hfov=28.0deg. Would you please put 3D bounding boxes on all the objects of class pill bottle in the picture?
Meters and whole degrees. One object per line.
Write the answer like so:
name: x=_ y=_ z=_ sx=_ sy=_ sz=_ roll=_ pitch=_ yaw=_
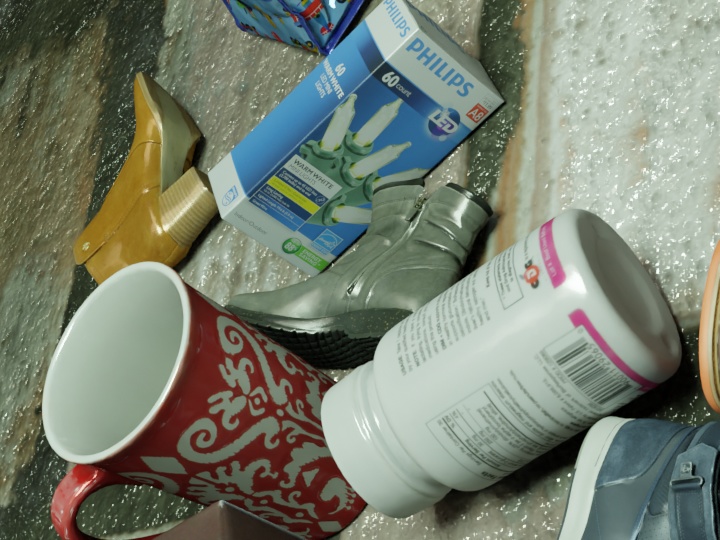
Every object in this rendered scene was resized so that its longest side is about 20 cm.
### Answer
pill bottle: x=0.080 y=0.061 z=0.864 sx=0.200 sy=0.113 sz=0.114 roll=-35 pitch=45 yaw=24

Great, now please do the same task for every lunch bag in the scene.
lunch bag: x=-0.033 y=-0.299 z=1.244 sx=0.200 sy=0.094 sz=0.150 roll=-52 pitch=36 yaw=-8

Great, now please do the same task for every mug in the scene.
mug: x=-0.103 y=0.107 z=0.954 sx=0.177 sy=0.200 sz=0.134 roll=-38 pitch=44 yaw=22

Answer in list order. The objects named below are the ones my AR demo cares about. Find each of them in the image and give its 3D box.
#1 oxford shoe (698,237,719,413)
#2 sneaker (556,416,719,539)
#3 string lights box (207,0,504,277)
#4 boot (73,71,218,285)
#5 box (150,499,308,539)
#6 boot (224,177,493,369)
oxford shoe: x=0.244 y=-0.011 z=0.779 sx=0.072 sy=0.071 sz=0.201 roll=17 pitch=77 yaw=44
sneaker: x=0.165 y=0.168 z=0.736 sx=0.146 sy=0.077 sz=0.203 roll=-7 pitch=60 yaw=46
string lights box: x=-0.005 y=-0.097 z=1.061 sx=0.200 sy=0.103 sz=0.059 roll=-42 pitch=40 yaw=18
boot: x=-0.202 y=-0.072 z=1.270 sx=0.144 sy=0.071 sz=0.202 roll=-41 pitch=47 yaw=14
box: x=-0.077 y=0.277 z=0.844 sx=0.166 sy=0.164 sz=0.201 roll=-33 pitch=46 yaw=27
boot: x=0.000 y=0.000 z=1.034 sx=0.199 sy=0.068 sz=0.131 roll=1 pitch=62 yaw=38
